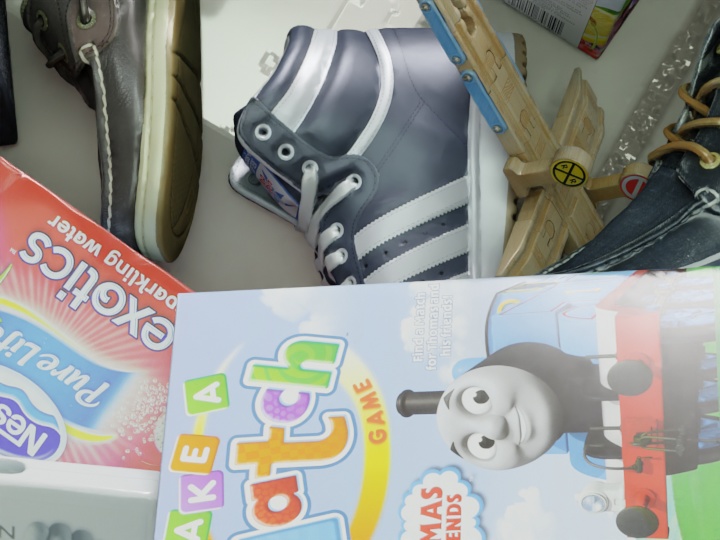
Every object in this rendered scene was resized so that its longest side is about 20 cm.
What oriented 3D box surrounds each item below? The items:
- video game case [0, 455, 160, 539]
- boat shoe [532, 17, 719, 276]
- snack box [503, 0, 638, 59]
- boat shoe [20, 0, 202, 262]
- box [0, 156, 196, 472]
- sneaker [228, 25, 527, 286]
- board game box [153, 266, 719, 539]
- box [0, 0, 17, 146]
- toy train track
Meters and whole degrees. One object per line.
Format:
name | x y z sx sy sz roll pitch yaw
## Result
video game case | -0.159 0.153 0.888 0.181 0.023 0.201 5 112 3
boat shoe | 0.130 -0.043 0.929 0.200 0.071 0.091 -25 99 -20
snack box | 0.116 -0.186 0.942 0.068 0.200 0.169 31 79 5
boat shoe | -0.095 -0.098 0.986 0.066 0.072 0.202 -2 72 3
box | -0.108 0.040 0.937 0.200 0.095 0.100 35 79 6
sneaker | 0.000 0.000 0.962 0.108 0.070 0.201 8 70 -5
board game box | 0.036 0.071 0.823 0.199 0.037 0.152 -4 53 8
box | -0.206 -0.112 0.915 0.148 0.200 0.107 -6 78 -4
toy train track | 0.063 -0.062 0.932 0.032 0.200 0.115 -10 39 32
